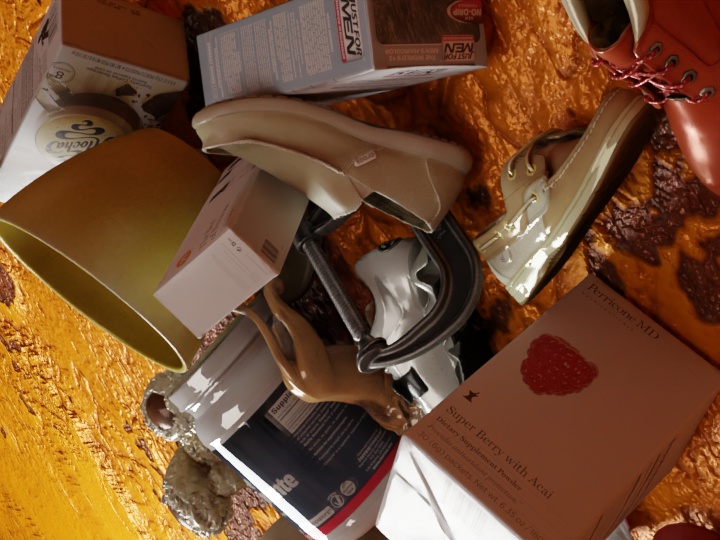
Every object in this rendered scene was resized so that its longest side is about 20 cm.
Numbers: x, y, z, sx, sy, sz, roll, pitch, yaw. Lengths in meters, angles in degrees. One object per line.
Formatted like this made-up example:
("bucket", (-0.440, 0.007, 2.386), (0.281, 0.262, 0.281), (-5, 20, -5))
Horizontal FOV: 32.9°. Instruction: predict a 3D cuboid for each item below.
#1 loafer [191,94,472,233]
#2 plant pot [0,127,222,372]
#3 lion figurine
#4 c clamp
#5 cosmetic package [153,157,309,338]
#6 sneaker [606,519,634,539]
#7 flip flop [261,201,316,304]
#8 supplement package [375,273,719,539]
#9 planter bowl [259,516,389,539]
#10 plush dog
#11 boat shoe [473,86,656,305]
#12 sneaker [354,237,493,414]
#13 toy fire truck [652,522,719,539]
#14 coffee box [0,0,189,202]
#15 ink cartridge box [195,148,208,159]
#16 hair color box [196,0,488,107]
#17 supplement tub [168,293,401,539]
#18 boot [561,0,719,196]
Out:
("loafer", (-0.019, -0.071, 0.838), (0.076, 0.199, 0.069), (162, 117, -77))
("plant pot", (-0.183, -0.033, 1.007), (0.199, 0.142, 0.200), (32, 162, 12))
("lion figurine", (-0.012, 0.081, 0.990), (0.073, 0.199, 0.123), (-49, 46, 43))
("c clamp", (0.000, 0.000, 0.909), (0.027, 0.171, 0.200), (34, -166, -50))
("cosmetic package", (-0.084, -0.039, 0.894), (0.051, 0.200, 0.082), (43, 117, -15))
("sneaker", (0.127, 0.198, 0.971), (0.199, 0.088, 0.082), (20, 139, 42))
("flip flop", (-0.074, -0.051, 1.033), (0.081, 0.058, 0.201), (34, 139, 22))
("supplement package", (0.125, 0.120, 0.806), (0.121, 0.200, 0.120), (39, 144, 22))
("planter bowl", (-0.022, 0.299, 1.175), (0.135, 0.199, 0.201), (54, 150, 30))
("plush dog", (-0.104, 0.163, 1.216), (0.171, 0.161, 0.201), (11, 126, 22))
("boat shoe", (0.121, -0.051, 0.778), (0.066, 0.074, 0.200), (40, 145, 11))
("sneaker", (0.051, 0.068, 0.954), (0.088, 0.074, 0.201), (-10, 104, 29))
("toy fire truck", (0.265, 0.289, 0.880), (0.167, 0.112, 0.201), (23, 140, 12))
("coffee box", (-0.242, -0.138, 1.058), (0.200, 0.112, 0.080), (-48, 40, 41))
("ink cartridge box", (-0.197, -0.023, 1.192), (0.200, 0.085, 0.146), (-10, 110, 56))
("hair color box", (-0.018, -0.150, 0.830), (0.199, 0.099, 0.061), (-2, 96, 52))
("supplement tub", (-0.055, 0.132, 1.068), (0.200, 0.141, 0.140), (43, 147, -5))
("boot", (0.163, -0.111, 0.644), (0.075, 0.107, 0.201), (-7, 115, 51))
